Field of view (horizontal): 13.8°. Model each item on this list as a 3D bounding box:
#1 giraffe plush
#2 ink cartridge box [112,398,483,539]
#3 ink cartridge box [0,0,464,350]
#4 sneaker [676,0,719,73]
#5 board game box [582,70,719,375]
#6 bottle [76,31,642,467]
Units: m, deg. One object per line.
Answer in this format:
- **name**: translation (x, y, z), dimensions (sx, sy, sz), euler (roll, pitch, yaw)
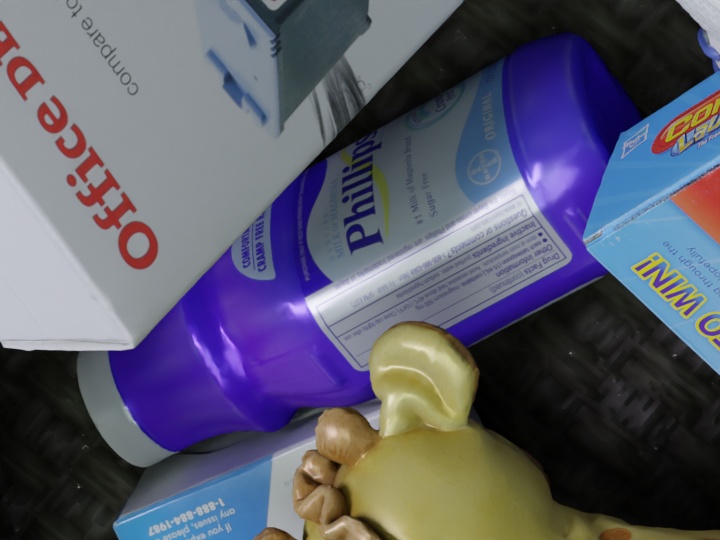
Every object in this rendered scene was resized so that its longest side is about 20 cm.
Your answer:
- **giraffe plush**: translation (0.049, 0.106, 0.891), dimensions (0.162, 0.200, 0.173), euler (28, 75, 9)
- **ink cartridge box**: translation (0.015, 0.139, 1.011), dimensions (0.116, 0.067, 0.201), euler (-23, 103, 14)
- **ink cartridge box**: translation (-0.061, -0.096, 0.846), dimensions (0.086, 0.200, 0.147), euler (0, 132, 52)
- **sneaker**: translation (0.142, -0.038, 0.929), dimensions (0.200, 0.075, 0.088), euler (44, 109, -6)
- **board game box**: translation (0.203, -0.004, 0.855), dimensions (0.200, 0.056, 0.196), euler (42, 131, -18)
- **bottle**: translation (0.000, 0.000, 0.960), dimensions (0.199, 0.084, 0.065), euler (-28, 122, 20)
